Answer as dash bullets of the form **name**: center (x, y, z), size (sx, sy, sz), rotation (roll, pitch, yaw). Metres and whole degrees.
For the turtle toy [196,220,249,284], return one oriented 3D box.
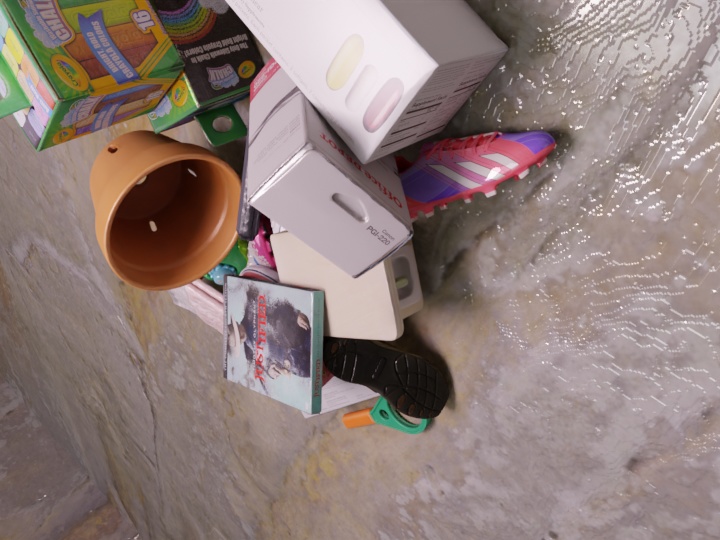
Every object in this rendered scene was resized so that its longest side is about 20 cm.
- **turtle toy**: center (-0.248, -0.043, 0.972), size (0.197, 0.101, 0.149), rotation (8, 121, 41)

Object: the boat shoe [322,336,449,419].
- **boat shoe**: center (0.031, 0.126, 0.800), size (0.198, 0.077, 0.074), rotation (33, 178, -23)

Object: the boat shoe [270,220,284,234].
- **boat shoe**: center (-0.092, -0.089, 0.821), size (0.065, 0.073, 0.204), rotation (29, 123, 37)

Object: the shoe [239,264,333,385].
- **shoe**: center (-0.113, 0.084, 0.840), size (0.201, 0.091, 0.071), rotation (48, 124, 2)

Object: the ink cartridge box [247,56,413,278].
- **ink cartridge box**: center (-0.033, -0.114, 0.599), size (0.084, 0.202, 0.145), rotation (-37, 129, 24)

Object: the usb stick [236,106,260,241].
- **usb stick**: center (-0.135, -0.139, 0.784), size (0.056, 0.032, 0.204), rotation (-113, 31, -61)

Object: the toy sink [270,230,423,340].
- **toy sink**: center (0.000, 0.000, 0.737), size (0.198, 0.111, 0.133), rotation (-4, 102, 49)

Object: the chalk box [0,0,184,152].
- **chalk box**: center (-0.318, -0.222, 0.655), size (0.123, 0.199, 0.126), rotation (-23, 101, 48)

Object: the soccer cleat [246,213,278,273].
- **soccer cleat**: center (-0.145, -0.015, 0.904), size (0.085, 0.070, 0.204), rotation (-7, 114, 24)

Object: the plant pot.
- **plant pot**: center (-0.274, -0.095, 0.822), size (0.140, 0.198, 0.203), rotation (40, 139, 33)

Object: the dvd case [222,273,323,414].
- **dvd case**: center (-0.117, 0.087, 0.778), size (0.198, 0.022, 0.150), rotation (9, 99, 47)

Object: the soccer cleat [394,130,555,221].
- **soccer cleat**: center (0.102, -0.108, 0.617), size (0.198, 0.066, 0.078), rotation (-18, 99, 51)

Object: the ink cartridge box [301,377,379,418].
- **ink cartridge box**: center (-0.061, 0.109, 0.906), size (0.161, 0.057, 0.203), rotation (-24, 94, 33)

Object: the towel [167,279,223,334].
- **towel**: center (-0.250, 0.068, 1.025), size (0.189, 0.033, 0.200), rotation (33, 160, 3)

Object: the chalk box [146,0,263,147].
- **chalk box**: center (-0.211, -0.258, 0.774), size (0.122, 0.124, 0.204), rotation (-6, 111, 46)

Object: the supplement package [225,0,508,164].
- **supplement package**: center (0.008, -0.223, 0.547), size (0.201, 0.155, 0.111), rotation (49, 130, 7)

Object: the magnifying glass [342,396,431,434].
- **magnifying glass**: center (0.035, 0.220, 0.937), size (0.199, 0.022, 0.080), rotation (-29, 95, 48)
